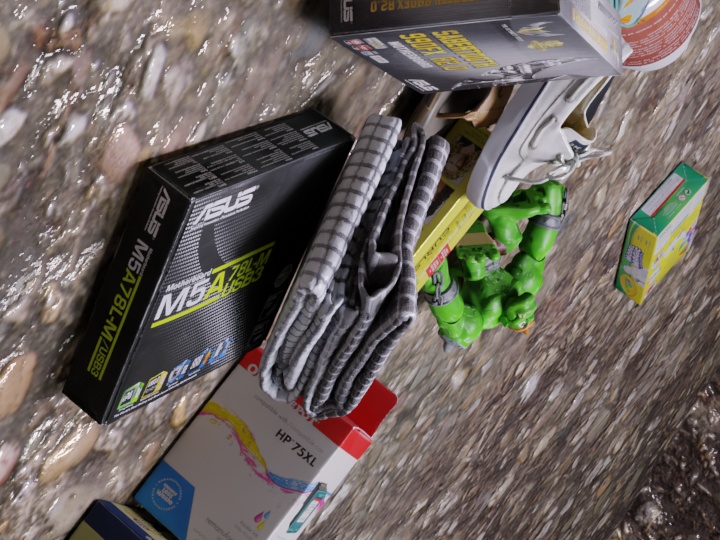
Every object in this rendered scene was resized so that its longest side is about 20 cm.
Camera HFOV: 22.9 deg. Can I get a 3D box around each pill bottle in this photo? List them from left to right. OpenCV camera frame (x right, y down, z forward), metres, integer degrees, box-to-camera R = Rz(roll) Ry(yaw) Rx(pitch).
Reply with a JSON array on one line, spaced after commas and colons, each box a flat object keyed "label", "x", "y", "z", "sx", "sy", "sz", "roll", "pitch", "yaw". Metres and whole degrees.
[{"label": "pill bottle", "x": 0.227, "y": -0.235, "z": 1.494, "sx": 0.112, "sy": 0.112, "sz": 0.200, "roll": -53, "pitch": 160, "yaw": 2}]

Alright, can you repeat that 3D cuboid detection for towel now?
[{"label": "towel", "x": 0.000, "y": 0.000, "z": 1.305, "sx": 0.200, "sy": 0.085, "sz": 0.166, "roll": 118, "pitch": -6, "yaw": -59}]

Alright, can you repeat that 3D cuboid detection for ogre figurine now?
[{"label": "ogre figurine", "x": 0.128, "y": -0.002, "z": 1.707, "sx": 0.200, "sy": 0.097, "sz": 0.121, "roll": -54, "pitch": 149, "yaw": -47}]

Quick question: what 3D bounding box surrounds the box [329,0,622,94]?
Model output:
[{"label": "box", "x": 0.085, "y": -0.169, "z": 1.225, "sx": 0.200, "sy": 0.157, "sz": 0.049, "roll": 15, "pitch": 73, "yaw": -70}]

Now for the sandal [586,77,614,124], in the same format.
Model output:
[{"label": "sandal", "x": 0.193, "y": -0.156, "z": 1.667, "sx": 0.075, "sy": 0.048, "sz": 0.201, "roll": -50, "pitch": 173, "yaw": -11}]

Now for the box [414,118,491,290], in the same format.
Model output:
[{"label": "box", "x": 0.051, "y": -0.034, "z": 1.528, "sx": 0.200, "sy": 0.050, "sz": 0.075, "roll": -51, "pitch": 159, "yaw": -7}]

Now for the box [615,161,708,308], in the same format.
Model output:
[{"label": "box", "x": 0.386, "y": -0.040, "z": 2.294, "sx": 0.117, "sy": 0.048, "sz": 0.200, "roll": -45, "pitch": 157, "yaw": -22}]

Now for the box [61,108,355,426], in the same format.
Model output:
[{"label": "box", "x": -0.103, "y": -0.005, "z": 1.232, "sx": 0.200, "sy": 0.047, "sz": 0.194, "roll": -26, "pitch": 149, "yaw": -55}]

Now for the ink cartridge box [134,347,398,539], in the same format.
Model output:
[{"label": "ink cartridge box", "x": -0.075, "y": 0.146, "z": 1.451, "sx": 0.200, "sy": 0.116, "sz": 0.067, "roll": -52, "pitch": 160, "yaw": -4}]

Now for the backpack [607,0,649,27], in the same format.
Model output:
[{"label": "backpack", "x": 0.167, "y": -0.263, "z": 1.290, "sx": 0.167, "sy": 0.126, "sz": 0.200, "roll": -53, "pitch": 164, "yaw": -10}]

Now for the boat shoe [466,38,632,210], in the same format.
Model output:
[{"label": "boat shoe", "x": 0.161, "y": -0.111, "z": 1.430, "sx": 0.075, "sy": 0.086, "sz": 0.203, "roll": -38, "pitch": 162, "yaw": -55}]

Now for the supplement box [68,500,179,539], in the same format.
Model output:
[{"label": "supplement box", "x": -0.191, "y": 0.315, "z": 1.447, "sx": 0.200, "sy": 0.134, "sz": 0.200, "roll": -52, "pitch": 161, "yaw": -1}]

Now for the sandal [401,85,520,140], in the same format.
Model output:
[{"label": "sandal", "x": 0.104, "y": -0.146, "z": 1.451, "sx": 0.200, "sy": 0.054, "sz": 0.082, "roll": -28, "pitch": 149, "yaw": -51}]
